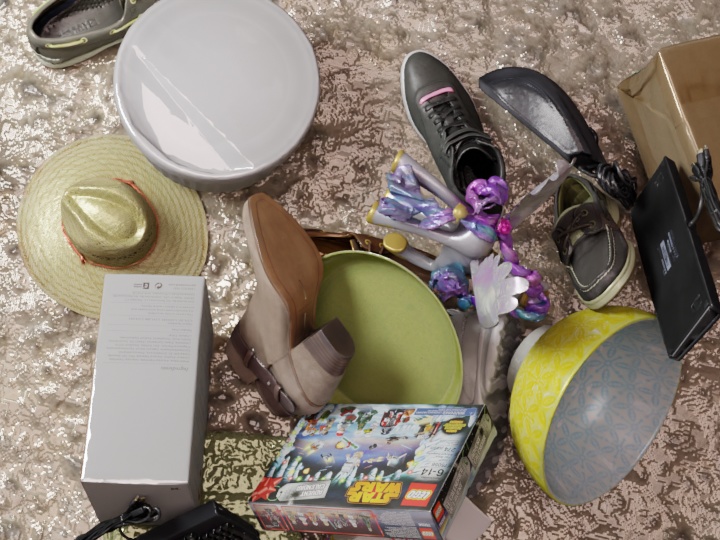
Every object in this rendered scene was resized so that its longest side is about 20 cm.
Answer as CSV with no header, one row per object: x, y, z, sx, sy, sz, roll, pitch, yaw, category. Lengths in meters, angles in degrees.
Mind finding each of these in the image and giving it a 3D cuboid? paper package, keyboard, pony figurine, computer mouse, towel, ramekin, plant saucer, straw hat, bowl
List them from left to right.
-0.248,-0.050,1.292,0.198,0.085,0.204,0,82,-2,straw hat
-0.198,0.257,1.198,0.199,0.127,0.021,-30,41,24,keyboard
-0.153,0.228,1.279,0.197,0.037,0.151,0,80,-1,towel
-0.143,-0.170,1.301,0.199,0.094,0.205,3,74,-9,ramekin
0.016,0.072,1.262,0.198,0.031,0.203,13,117,28,plant saucer
0.107,-0.030,1.212,0.198,0.193,0.168,29,74,4,pony figurine
0.205,-0.145,1.315,0.200,0.138,0.053,42,101,15,computer mouse
0.205,0.111,1.261,0.201,0.200,0.107,-49,49,-9,bowl
0.295,-0.029,1.186,0.020,0.128,0.201,13,42,-16,keyboard
0.385,-0.140,1.310,0.198,0.103,0.193,-15,80,-17,paper package

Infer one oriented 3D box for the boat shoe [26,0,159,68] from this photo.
-0.247,-0.273,1.340,0.200,0.060,0.073,-29,84,-7,boat shoe

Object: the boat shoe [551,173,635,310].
0.214,-0.032,1.261,0.066,0.201,0.072,40,114,-15,boat shoe

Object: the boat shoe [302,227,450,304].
0.000,-0.001,1.305,0.197,0.068,0.073,11,81,-1,boat shoe

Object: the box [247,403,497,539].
0.011,0.180,1.204,0.137,0.198,0.040,-57,132,-43,box

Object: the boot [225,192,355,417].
-0.087,0.045,1.260,0.070,0.146,0.202,-21,79,-42,boot

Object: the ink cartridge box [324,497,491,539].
0.025,0.283,1.230,0.117,0.067,0.200,42,95,-10,ink cartridge box

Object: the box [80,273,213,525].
-0.194,0.121,1.222,0.096,0.125,0.202,2,62,-2,box

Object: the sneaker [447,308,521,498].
0.101,0.134,1.300,0.081,0.075,0.203,11,84,33,sneaker

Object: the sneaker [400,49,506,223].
0.097,-0.141,1.316,0.070,0.099,0.202,-22,81,-4,sneaker
